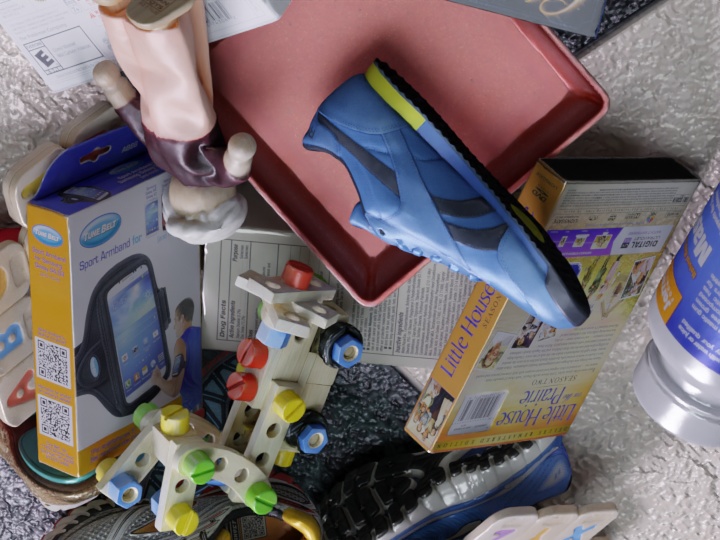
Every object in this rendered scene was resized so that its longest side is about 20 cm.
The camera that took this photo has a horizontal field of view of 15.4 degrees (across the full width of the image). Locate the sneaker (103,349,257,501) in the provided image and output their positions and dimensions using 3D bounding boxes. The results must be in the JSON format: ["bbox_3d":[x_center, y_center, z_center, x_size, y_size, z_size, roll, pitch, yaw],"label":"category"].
[{"bbox_3d":[-0.108,0.137,1.740,0.095,0.201,0.079,14,169,17],"label":"sneaker"}]

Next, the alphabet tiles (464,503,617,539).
[{"bbox_3d":[0.080,0.215,1.815,0.199,0.015,0.196,2,145,-44],"label":"alphabet tiles"}]

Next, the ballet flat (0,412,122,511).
[{"bbox_3d":[-0.201,0.117,1.744,0.070,0.200,0.066,-21,119,-16],"label":"ballet flat"}]

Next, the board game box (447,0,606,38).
[{"bbox_3d":[0.056,-0.224,1.524,0.199,0.035,0.136,14,108,-1],"label":"board game box"}]

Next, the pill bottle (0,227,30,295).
[{"bbox_3d":[-0.276,0.032,1.727,0.199,0.113,0.113,-4,126,7],"label":"pill bottle"}]

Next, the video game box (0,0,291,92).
[{"bbox_3d":[-0.158,-0.203,1.537,0.199,0.047,0.182,-12,127,41],"label":"video game box"}]

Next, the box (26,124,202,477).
[{"bbox_3d":[-0.149,0.014,1.638,0.041,0.119,0.201,20,122,33],"label":"box"}]

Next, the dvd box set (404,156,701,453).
[{"bbox_3d":[0.120,0.020,1.658,0.146,0.029,0.201,-4,127,-48],"label":"dvd box set"}]

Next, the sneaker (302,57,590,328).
[{"bbox_3d":[0.049,-0.029,1.551,0.078,0.066,0.200,-45,80,8],"label":"sneaker"}]

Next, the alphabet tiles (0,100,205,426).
[{"bbox_3d":[-0.164,-0.001,1.658,0.015,0.195,0.201,20,136,35],"label":"alphabet tiles"}]

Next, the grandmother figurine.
[{"bbox_3d":[-0.103,-0.089,1.550,0.060,0.121,0.201,-35,141,-20],"label":"grandmother figurine"}]

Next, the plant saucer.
[{"bbox_3d":[0.014,-0.113,1.598,0.199,0.037,0.200,-40,102,14],"label":"plant saucer"}]

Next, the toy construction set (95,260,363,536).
[{"bbox_3d":[-0.069,0.069,1.627,0.131,0.092,0.200,8,125,-38],"label":"toy construction set"}]

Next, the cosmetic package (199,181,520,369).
[{"bbox_3d":[0.000,0.000,1.703,0.199,0.073,0.104,7,127,1],"label":"cosmetic package"}]

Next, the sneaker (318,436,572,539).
[{"bbox_3d":[0.056,0.168,1.815,0.199,0.079,0.089,-26,126,12],"label":"sneaker"}]

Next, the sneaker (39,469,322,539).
[{"bbox_3d":[-0.117,0.177,1.671,0.199,0.082,0.078,-19,107,-16],"label":"sneaker"}]

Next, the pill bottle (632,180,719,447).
[{"bbox_3d":[0.248,0.013,1.667,0.112,0.112,0.201,21,126,-10],"label":"pill bottle"}]
